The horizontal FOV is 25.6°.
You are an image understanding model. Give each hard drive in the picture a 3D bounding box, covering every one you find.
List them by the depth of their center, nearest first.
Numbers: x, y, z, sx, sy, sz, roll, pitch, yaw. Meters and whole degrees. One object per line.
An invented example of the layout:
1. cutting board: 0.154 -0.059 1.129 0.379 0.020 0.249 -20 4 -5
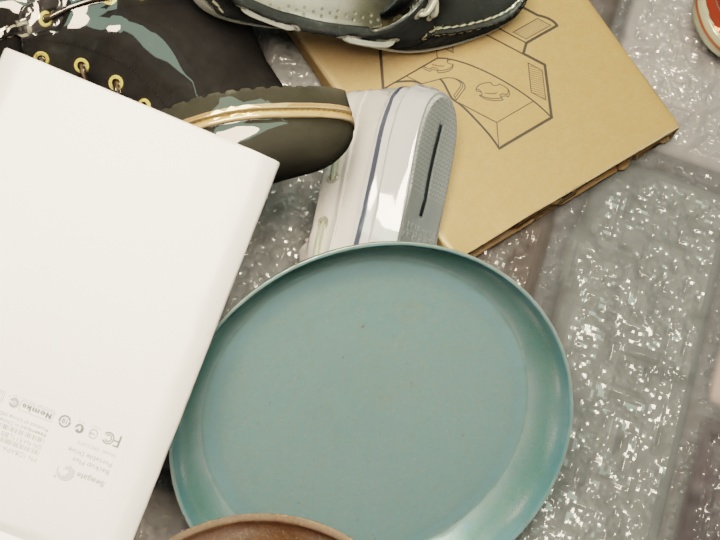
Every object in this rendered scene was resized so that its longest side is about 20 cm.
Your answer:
1. hard drive: -0.132 0.022 0.695 0.131 0.025 0.202 22 83 -6

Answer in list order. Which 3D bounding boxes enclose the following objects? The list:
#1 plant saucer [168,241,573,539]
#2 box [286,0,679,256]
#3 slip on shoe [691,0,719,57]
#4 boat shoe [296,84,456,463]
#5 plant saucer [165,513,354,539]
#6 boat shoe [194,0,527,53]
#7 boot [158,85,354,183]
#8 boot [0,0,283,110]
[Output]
1. plant saucer: 0.005 0.074 0.767 0.198 0.027 0.202 -5 115 -11
2. box: 0.061 -0.121 0.903 0.162 0.021 0.201 -30 77 -17
3. slip on shoe: 0.282 -0.183 0.935 0.198 0.061 0.075 -24 77 -13
4. boat shoe: 0.000 0.000 0.835 0.066 0.073 0.202 7 74 30
5. plant saucer: -0.046 0.215 0.728 0.198 0.037 0.203 -6 71 19
6. boat shoe: 0.009 -0.151 0.838 0.198 0.060 0.077 -6 102 -22
7. boot: -0.085 0.001 0.748 0.198 0.078 0.140 -17 77 0
8. boot: -0.132 -0.093 0.844 0.199 0.073 0.151 -26 76 -21
